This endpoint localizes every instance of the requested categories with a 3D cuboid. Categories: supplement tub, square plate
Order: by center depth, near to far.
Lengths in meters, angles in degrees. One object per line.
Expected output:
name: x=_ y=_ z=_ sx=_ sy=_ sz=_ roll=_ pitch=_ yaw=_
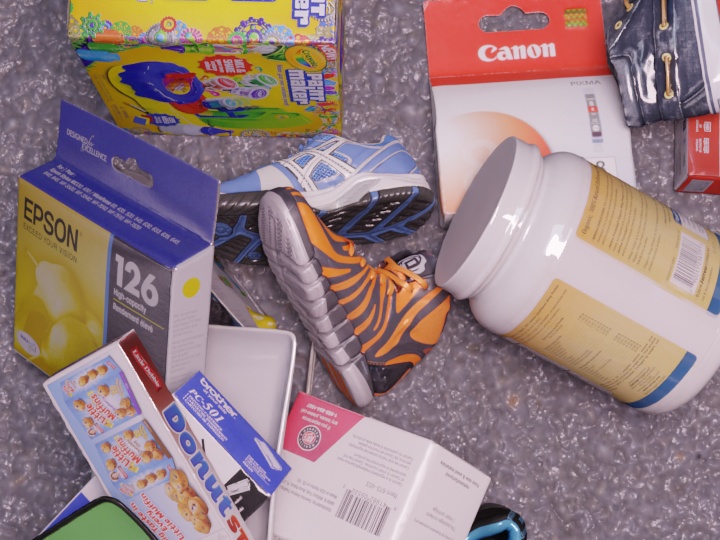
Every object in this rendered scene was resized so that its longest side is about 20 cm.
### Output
square plate: x=-0.124 y=0.138 z=0.911 sx=0.198 sy=0.028 sz=0.202 roll=4 pitch=85 yaw=39
supplement tub: x=0.169 y=0.002 z=0.921 sx=0.198 sy=0.145 sz=0.146 roll=28 pitch=78 yaw=-9

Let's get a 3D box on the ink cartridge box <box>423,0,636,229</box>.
ink cartridge box: x=0.138 y=-0.140 z=1.023 sx=0.159 sy=0.050 sz=0.204 roll=-4 pitch=80 yaw=-1

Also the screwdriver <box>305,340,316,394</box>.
screwdriver: x=-0.028 y=0.006 z=1.002 sx=0.029 sy=0.028 sz=0.204 roll=8 pitch=77 yaw=-28

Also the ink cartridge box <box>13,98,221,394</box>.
ink cartridge box: x=-0.182 y=0.003 z=0.895 sx=0.196 sy=0.047 sz=0.203 roll=27 pitch=121 yaw=39

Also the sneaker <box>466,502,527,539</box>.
sneaker: x=0.046 y=0.249 z=0.917 sx=0.073 sy=0.082 sz=0.200 roll=41 pitch=82 yaw=7

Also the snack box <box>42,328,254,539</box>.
snack box: x=-0.125 y=0.142 z=0.798 sx=0.071 sy=0.024 sz=0.202 roll=-26 pitch=97 yaw=27

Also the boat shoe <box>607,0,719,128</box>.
boat shoe: x=0.237 y=-0.215 z=0.988 sx=0.089 sy=0.071 sz=0.204 roll=-11 pitch=74 yaw=19

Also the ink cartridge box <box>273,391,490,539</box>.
ink cartridge box: x=-0.017 y=0.209 z=0.892 sx=0.143 sy=0.084 sz=0.203 roll=14 pitch=74 yaw=44

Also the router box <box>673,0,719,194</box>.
router box: x=0.353 y=-0.162 z=1.026 sx=0.176 sy=0.049 sz=0.204 roll=3 pitch=77 yaw=1

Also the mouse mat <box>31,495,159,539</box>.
mouse mat: x=-0.137 y=0.241 z=0.822 sx=0.201 sy=0.160 sz=0.008 roll=50 pitch=41 yaw=-9

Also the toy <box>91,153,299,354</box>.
toy: x=-0.135 y=0.002 z=0.961 sx=0.200 sy=0.115 sz=0.047 roll=44 pitch=93 yaw=10

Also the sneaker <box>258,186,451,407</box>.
sneaker: x=0.000 y=0.000 z=0.943 sx=0.111 sy=0.202 sz=0.077 roll=-34 pitch=38 yaw=-14

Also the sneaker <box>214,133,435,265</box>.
sneaker: x=-0.045 y=-0.059 z=0.968 sx=0.196 sy=0.076 sz=0.078 roll=-6 pitch=54 yaw=-15

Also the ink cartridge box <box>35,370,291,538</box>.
ink cartridge box: x=-0.145 y=0.169 z=0.853 sx=0.094 sy=0.044 sz=0.200 roll=45 pitch=115 yaw=0

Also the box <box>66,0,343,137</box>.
box: x=-0.107 y=-0.194 z=0.957 sx=0.189 sy=0.200 sz=0.124 roll=1 pitch=77 yaw=1
